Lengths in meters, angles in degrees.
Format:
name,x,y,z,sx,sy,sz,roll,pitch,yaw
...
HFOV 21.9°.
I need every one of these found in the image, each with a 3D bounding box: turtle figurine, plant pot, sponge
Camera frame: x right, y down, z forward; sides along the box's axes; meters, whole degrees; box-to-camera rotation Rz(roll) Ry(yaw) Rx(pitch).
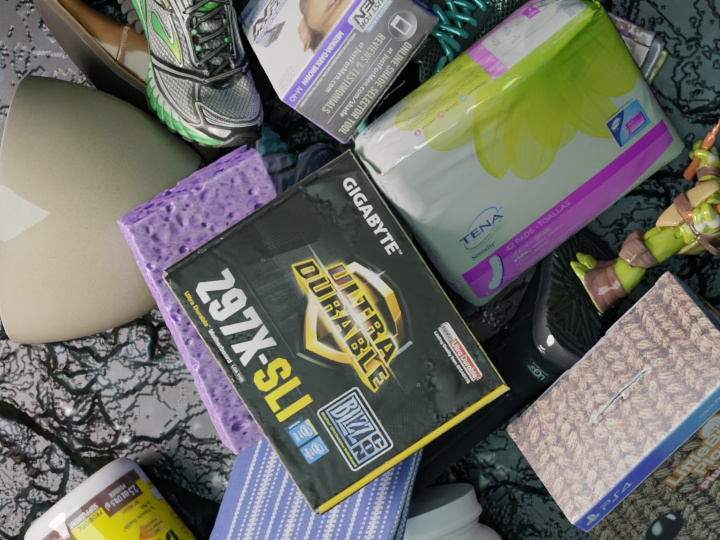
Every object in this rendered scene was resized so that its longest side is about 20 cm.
name,x,y,z,sx,sy,sz,roll,pitch,yaw
turtle figurine,0.228,-0.036,1.306,0.161,0.200,0.064,-36,102,16
plant pot,-0.186,-0.041,1.395,0.134,0.200,0.201,4,96,2
sponge,-0.087,0.022,1.354,0.111,0.030,0.201,-30,116,-15

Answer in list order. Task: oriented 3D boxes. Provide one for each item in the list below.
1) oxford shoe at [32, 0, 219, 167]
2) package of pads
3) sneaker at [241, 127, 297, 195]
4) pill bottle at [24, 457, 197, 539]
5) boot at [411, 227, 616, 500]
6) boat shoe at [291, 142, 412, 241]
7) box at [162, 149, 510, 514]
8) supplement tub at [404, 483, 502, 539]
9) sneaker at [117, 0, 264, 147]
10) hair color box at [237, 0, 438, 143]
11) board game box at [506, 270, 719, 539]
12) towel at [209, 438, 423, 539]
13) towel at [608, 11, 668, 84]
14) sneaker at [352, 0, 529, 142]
name,x,y,z,sx,sy,sz,roll,pitch,yaw
oxford shoe,-0.172,-0.165,1.449,0.200,0.071,0.071,40,75,5
package of pads,0.112,-0.091,1.316,0.200,0.068,0.155,-38,125,0
sneaker,-0.090,-0.009,1.435,0.091,0.078,0.201,-1,89,22
pill bottle,-0.163,0.253,1.454,0.109,0.109,0.200,-40,87,12
boot,0.099,0.068,1.391,0.066,0.165,0.200,41,124,-6
boat shoe,0.000,0.000,1.413,0.071,0.091,0.201,-22,126,-25
box,-0.018,0.043,1.285,0.159,0.049,0.200,-33,82,-3
supplement tub,0.053,0.274,1.391,0.145,0.145,0.201,-16,91,13
sneaker,-0.125,-0.176,1.380,0.201,0.078,0.085,63,147,23
hair color box,-0.021,-0.181,1.337,0.065,0.200,0.109,32,103,-25
board game box,0.231,0.121,1.306,0.159,0.200,0.097,-46,46,12
towel,-0.027,0.151,1.381,0.199,0.024,0.145,-13,51,42
towel,0.114,-0.149,1.403,0.199,0.023,0.144,27,101,9
sneaker,0.059,-0.161,1.348,0.077,0.091,0.200,35,101,6
